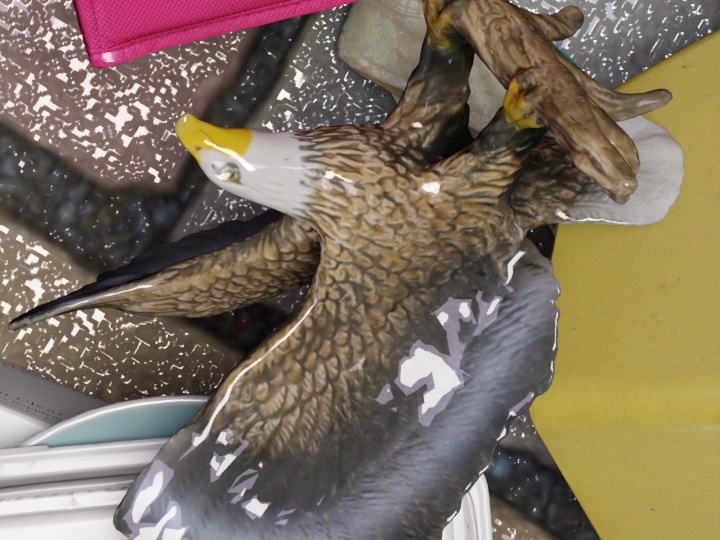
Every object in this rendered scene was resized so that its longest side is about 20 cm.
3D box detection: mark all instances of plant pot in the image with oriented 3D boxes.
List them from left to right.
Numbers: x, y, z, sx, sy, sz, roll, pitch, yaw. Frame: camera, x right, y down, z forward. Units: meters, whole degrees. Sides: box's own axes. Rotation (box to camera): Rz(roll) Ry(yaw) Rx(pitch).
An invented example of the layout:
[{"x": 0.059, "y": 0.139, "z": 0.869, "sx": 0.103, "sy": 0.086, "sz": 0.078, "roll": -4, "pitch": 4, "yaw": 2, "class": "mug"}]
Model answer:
[{"x": 0.166, "y": 0.024, "z": 0.725, "sx": 0.176, "sy": 0.201, "sz": 0.200, "roll": -7, "pitch": 138, "yaw": 26, "class": "plant pot"}]

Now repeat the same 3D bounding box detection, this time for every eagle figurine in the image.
[{"x": -0.006, "y": -0.004, "z": 0.673, "sx": 0.151, "sy": 0.152, "sz": 0.200, "roll": 36, "pitch": 114, "yaw": -1, "class": "eagle figurine"}]

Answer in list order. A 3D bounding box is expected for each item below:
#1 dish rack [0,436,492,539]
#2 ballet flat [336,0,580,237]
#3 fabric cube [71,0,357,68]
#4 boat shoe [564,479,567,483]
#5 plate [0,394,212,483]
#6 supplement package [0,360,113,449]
[{"x": -0.049, "y": 0.140, "z": 0.706, "sx": 0.199, "sy": 0.044, "sz": 0.172, "roll": -5, "pitch": 94, "yaw": -7, "class": "dish rack"}, {"x": 0.078, "y": -0.049, "z": 0.852, "sx": 0.200, "sy": 0.067, "sz": 0.062, "roll": 38, "pitch": 116, "yaw": -4, "class": "ballet flat"}, {"x": -0.029, "y": -0.208, "z": 0.725, "sx": 0.195, "sy": 0.200, "sz": 0.200, "roll": -14, "pitch": 115, "yaw": -7, "class": "fabric cube"}, {"x": 0.179, "y": 0.055, "z": 0.856, "sx": 0.200, "sy": 0.072, "sz": 0.066, "roll": -2, "pitch": 99, "yaw": -2, "class": "boat shoe"}, {"x": -0.060, "y": 0.140, "z": 0.738, "sx": 0.199, "sy": 0.026, "sz": 0.201, "roll": -1, "pitch": 95, "yaw": -6, "class": "plate"}, {"x": -0.087, "y": 0.140, "z": 0.810, "sx": 0.199, "sy": 0.111, "sz": 0.156, "roll": 22, "pitch": 91, "yaw": -8, "class": "supplement package"}]
